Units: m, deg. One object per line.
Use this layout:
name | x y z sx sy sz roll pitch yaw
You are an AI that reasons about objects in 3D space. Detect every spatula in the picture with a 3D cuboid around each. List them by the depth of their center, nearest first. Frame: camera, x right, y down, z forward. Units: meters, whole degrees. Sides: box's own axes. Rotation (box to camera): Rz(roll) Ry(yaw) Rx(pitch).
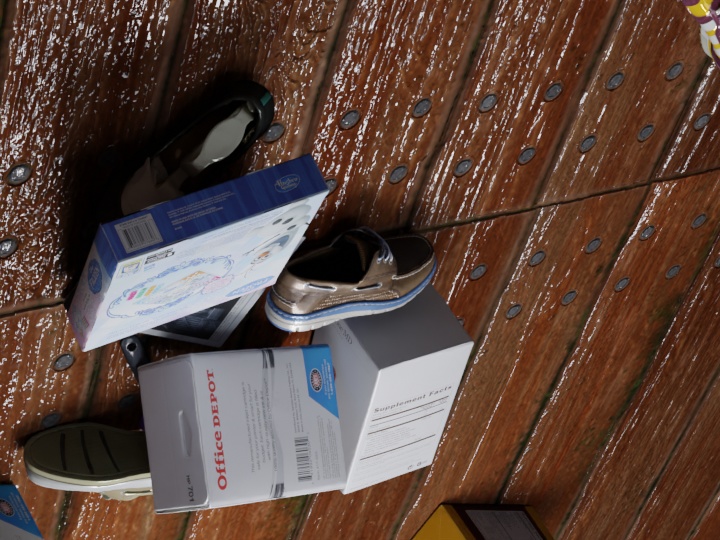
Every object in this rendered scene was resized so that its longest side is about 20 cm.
spatula | -0.205 0.122 1.803 0.056 0.021 0.201 -26 145 -8

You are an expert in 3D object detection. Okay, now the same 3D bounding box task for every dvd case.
dvd case | -0.161 -0.001 1.691 0.199 0.025 0.151 14 122 -50

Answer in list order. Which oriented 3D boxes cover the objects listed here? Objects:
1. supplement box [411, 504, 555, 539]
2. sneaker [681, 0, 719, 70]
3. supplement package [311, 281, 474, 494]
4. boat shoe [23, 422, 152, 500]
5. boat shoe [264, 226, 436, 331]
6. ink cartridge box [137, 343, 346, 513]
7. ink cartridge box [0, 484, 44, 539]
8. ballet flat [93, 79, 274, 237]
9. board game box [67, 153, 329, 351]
supplement box | 0.147 0.425 2.392 0.199 0.133 0.198 9 126 -47
sneaker | 0.375 -0.250 1.812 0.075 0.090 0.200 -39 147 6
supplement package | 0.020 0.114 1.907 0.119 0.122 0.201 -15 141 -28
boat shoe | -0.240 0.197 1.801 0.198 0.075 0.069 1 139 -24
boat shoe | 0.000 0.000 1.783 0.199 0.072 0.073 -23 145 -34
ink cartridge box | -0.113 0.154 1.784 0.085 0.148 0.199 -12 173 42
ink cartridge box | -0.411 0.303 1.722 0.199 0.148 0.145 9 127 -47
ballet flat | -0.155 -0.088 1.546 0.200 0.068 0.068 -45 102 5
board game box | -0.145 -0.014 1.574 0.198 0.044 0.199 -20 163 -25
